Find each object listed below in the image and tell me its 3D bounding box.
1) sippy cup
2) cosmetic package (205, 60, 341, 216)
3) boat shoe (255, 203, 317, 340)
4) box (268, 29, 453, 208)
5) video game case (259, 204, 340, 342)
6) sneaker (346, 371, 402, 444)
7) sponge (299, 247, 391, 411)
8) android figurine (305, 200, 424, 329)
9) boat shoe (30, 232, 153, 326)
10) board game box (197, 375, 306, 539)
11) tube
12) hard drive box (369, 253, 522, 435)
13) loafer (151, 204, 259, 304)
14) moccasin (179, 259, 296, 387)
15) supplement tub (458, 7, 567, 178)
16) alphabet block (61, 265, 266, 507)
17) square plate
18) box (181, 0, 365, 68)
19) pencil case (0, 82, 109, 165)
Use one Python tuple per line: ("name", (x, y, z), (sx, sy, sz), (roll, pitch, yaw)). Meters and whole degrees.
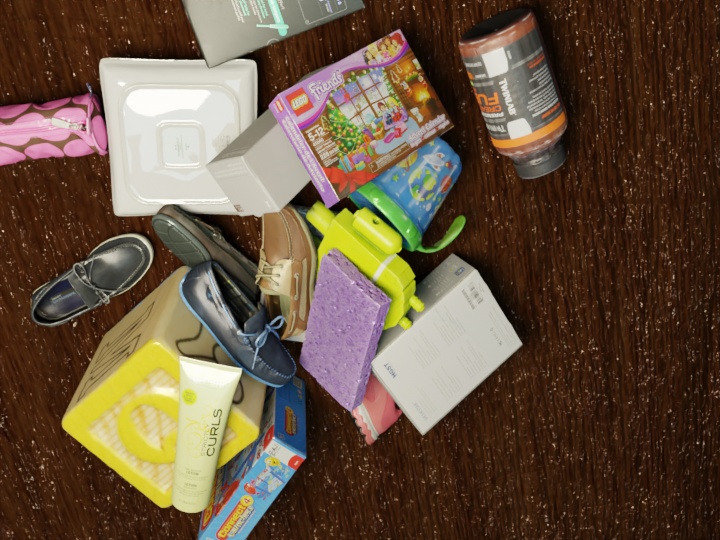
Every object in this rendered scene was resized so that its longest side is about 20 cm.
("sippy cup", (0.062, -0.120, 1.096), (0.131, 0.139, 0.178), (-48, 141, -5))
("cosmetic package", (-0.085, -0.162, 1.025), (0.200, 0.106, 0.091), (-46, 115, -29))
("boat shoe", (-0.102, 0.006, 1.114), (0.074, 0.073, 0.204), (16, 128, 37))
("box", (0.005, -0.184, 0.987), (0.198, 0.039, 0.139), (-35, 96, -28))
("video game case", (-0.051, 0.013, 1.195), (0.177, 0.023, 0.205), (8, 111, -9))
("sneaker", (0.007, 0.165, 1.242), (0.085, 0.074, 0.203), (-28, 125, -11))
("sponge", (-0.024, 0.083, 1.108), (0.029, 0.111, 0.203), (-24, 142, -39))
("android figurine", (0.000, 0.000, 1.104), (0.199, 0.041, 0.183), (40, 140, 9))
("boat shoe", (-0.372, 0.018, 1.144), (0.197, 0.062, 0.076), (-29, 110, 5))
("board game box", (-0.153, 0.269, 1.193), (0.055, 0.201, 0.197), (31, 106, -16))
("tube", (-0.197, 0.200, 1.013), (0.057, 0.052, 0.205), (-7, 119, -42))
("hard drive box", (0.111, 0.105, 1.186), (0.199, 0.077, 0.157), (-40, 117, -6))
("loafer", (-0.203, -0.028, 1.122), (0.071, 0.064, 0.201), (2, 144, 38))
("moccasin", (-0.153, 0.073, 1.088), (0.068, 0.081, 0.200), (-37, 110, 26))
("supplement tub", (0.206, -0.225, 1.078), (0.105, 0.107, 0.203), (-24, 112, 5))
("alphabet block", (-0.252, 0.153, 1.126), (0.195, 0.201, 0.195), (-39, 110, 18))
("square plate", (-0.226, -0.163, 1.051), (0.192, 0.029, 0.205), (-1, 114, -5))
("box", (-0.107, -0.341, 0.977), (0.196, 0.149, 0.127), (-20, 112, 3))
("pencil case", (-0.421, -0.175, 1.044), (0.194, 0.094, 0.093), (-10, 112, -1))
